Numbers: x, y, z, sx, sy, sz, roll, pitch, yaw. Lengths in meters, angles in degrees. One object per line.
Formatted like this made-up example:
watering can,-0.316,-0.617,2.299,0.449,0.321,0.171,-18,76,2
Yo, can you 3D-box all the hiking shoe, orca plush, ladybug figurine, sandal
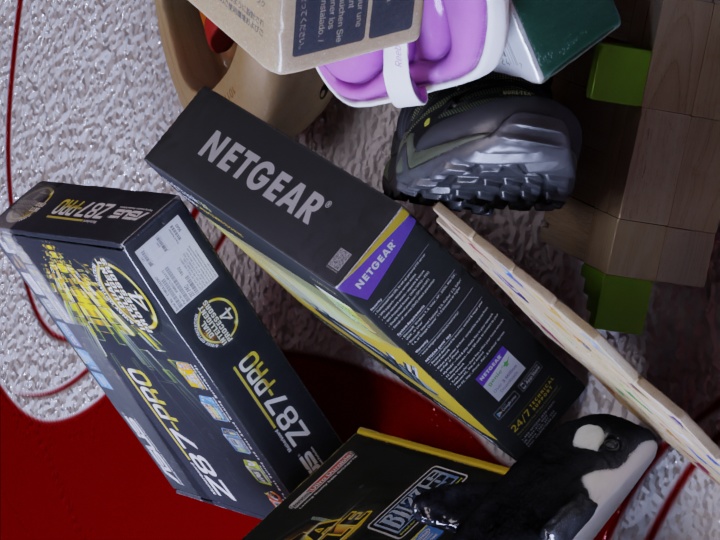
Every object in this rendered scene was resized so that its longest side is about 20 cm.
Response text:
hiking shoe,0.052,-0.079,1.337,0.200,0.076,0.101,179,98,-77
orca plush,0.049,0.134,1.371,0.071,0.105,0.200,37,89,14
ladybug figurine,-0.060,-0.155,1.658,0.136,0.072,0.200,-47,49,49
sandal,0.011,-0.102,1.261,0.083,0.050,0.203,57,160,3

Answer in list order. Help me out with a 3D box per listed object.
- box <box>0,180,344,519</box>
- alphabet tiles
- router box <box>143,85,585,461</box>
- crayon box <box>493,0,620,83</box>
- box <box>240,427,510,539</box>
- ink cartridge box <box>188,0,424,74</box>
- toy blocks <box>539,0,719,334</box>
box,-0.098,0.044,1.602,0.161,0.049,0.200,12,139,58
alphabet tiles,0.110,0.044,1.312,0.006,0.166,0.200,-47,40,-1
router box,0.000,0.000,1.472,0.052,0.157,0.200,-50,36,-5
crayon box,0.023,-0.183,1.258,0.126,0.052,0.200,20,141,56
box,-0.018,0.168,1.459,0.160,0.200,0.049,13,141,58
ink cartridge box,-0.050,-0.197,1.184,0.200,0.075,0.165,44,138,43
toy blocks,0.122,-0.082,1.376,0.137,0.100,0.201,-150,69,-66
